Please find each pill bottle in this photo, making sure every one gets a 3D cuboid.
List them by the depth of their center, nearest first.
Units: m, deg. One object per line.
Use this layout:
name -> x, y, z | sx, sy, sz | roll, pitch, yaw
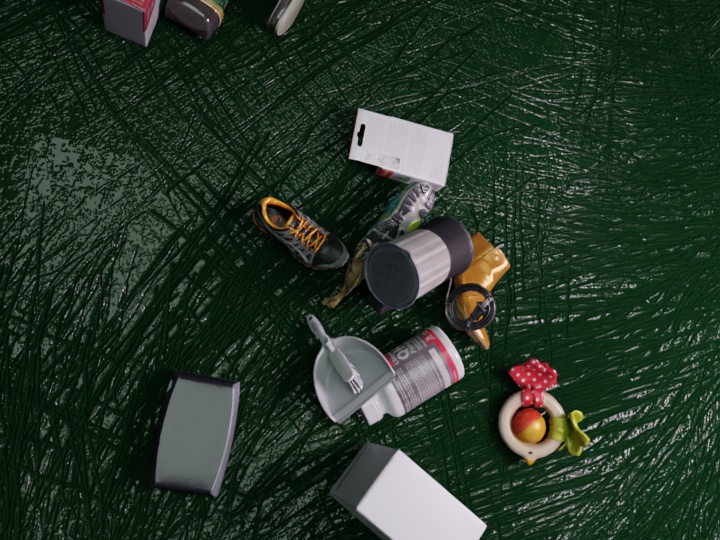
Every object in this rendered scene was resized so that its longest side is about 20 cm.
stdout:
pill bottle -> 0.080, 0.195, 1.314 | 0.199, 0.111, 0.111 | -30, 90, -10

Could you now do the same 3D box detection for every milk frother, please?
milk frother -> 0.131, 0.028, 1.281 | 0.199, 0.182, 0.188 | 33, 36, 25

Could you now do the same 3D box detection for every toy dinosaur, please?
toy dinosaur -> 0.000, 0.000, 1.308 | 0.058, 0.200, 0.101 | 33, 41, -5

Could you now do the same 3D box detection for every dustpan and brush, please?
dustpan and brush -> -0.043, 0.153, 1.291 | 0.139, 0.200, 0.057 | -38, 136, 0

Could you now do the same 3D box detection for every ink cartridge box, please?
ink cartridge box -> -0.386, -0.530, 1.287 | 0.082, 0.146, 0.202 | 20, 78, -12
ink cartridge box -> 0.076, -0.235, 1.414 | 0.198, 0.050, 0.110 | 13, 79, -11

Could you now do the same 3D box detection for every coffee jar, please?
coffee jar -> -0.280, -0.537, 1.347 | 0.104, 0.085, 0.201 | 29, 75, -12

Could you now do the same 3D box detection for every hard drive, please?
hard drive -> -0.285, 0.281, 1.246 | 0.134, 0.042, 0.202 | 13, 79, -13

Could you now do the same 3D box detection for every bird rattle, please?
bird rattle -> 0.339, 0.278, 1.384 | 0.163, 0.113, 0.201 | -39, 89, 0

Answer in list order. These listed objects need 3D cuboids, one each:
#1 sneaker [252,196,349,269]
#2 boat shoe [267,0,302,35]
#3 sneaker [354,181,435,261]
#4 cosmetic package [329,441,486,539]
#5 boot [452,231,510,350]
sneaker -> -0.111, -0.068, 1.314 | 0.199, 0.077, 0.079 | 29, 74, 0
boat shoe -> -0.133, -0.543, 1.397 | 0.060, 0.072, 0.202 | 29, 69, -4
sneaker -> 0.065, -0.088, 1.377 | 0.077, 0.080, 0.200 | 42, 92, -22
cosmetic package -> 0.075, 0.408, 1.239 | 0.199, 0.200, 0.123 | 42, 74, -6
boot -> 0.236, 0.035, 1.399 | 0.143, 0.071, 0.202 | -32, 83, -8
